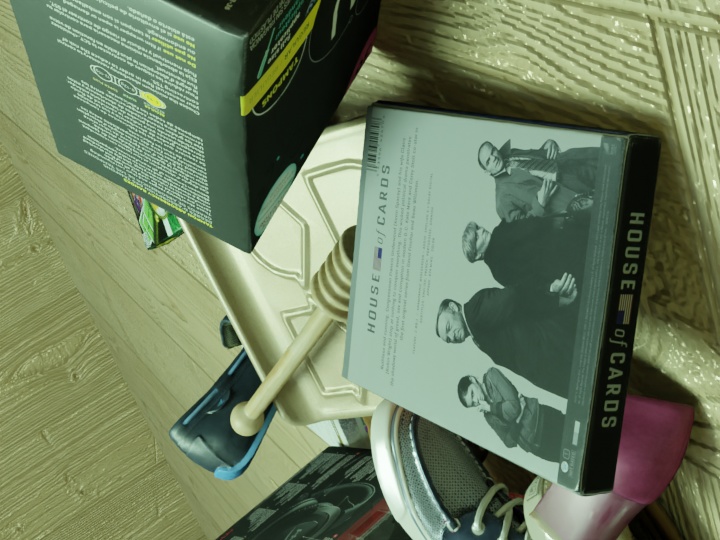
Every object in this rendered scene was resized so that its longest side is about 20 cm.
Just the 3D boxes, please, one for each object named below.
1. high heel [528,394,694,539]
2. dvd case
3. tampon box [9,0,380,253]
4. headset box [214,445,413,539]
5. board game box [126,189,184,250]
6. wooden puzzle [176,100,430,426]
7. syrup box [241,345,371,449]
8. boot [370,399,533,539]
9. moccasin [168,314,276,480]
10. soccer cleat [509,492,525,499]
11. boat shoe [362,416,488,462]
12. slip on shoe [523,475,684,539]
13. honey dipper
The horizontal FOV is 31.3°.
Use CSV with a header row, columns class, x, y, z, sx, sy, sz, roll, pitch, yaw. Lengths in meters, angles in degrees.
class,x,y,z,sx,sy,sz,roll,pitch,yaw
high heel,0.085,0.054,0.680,0.200,0.097,0.067,42,-160,31
dvd case,0.056,0.002,0.608,0.199,0.024,0.152,19,106,58
tampon box,-0.071,-0.133,0.621,0.125,0.151,0.200,27,157,8
headset box,-0.011,0.190,0.846,0.078,0.148,0.199,59,152,-12
board game box,-0.160,-0.120,0.897,0.105,0.023,0.202,-22,88,61
wooden puzzle,0.000,0.000,0.779,0.198,0.046,0.187,-14,110,37
syrup box,-0.026,0.074,1.027,0.200,0.078,0.082,28,145,60
boot,0.087,0.152,0.743,0.090,0.073,0.201,-19,105,43
moccasin,-0.071,0.049,0.919,0.068,0.201,0.081,27,146,-2
soccer cleat,0.108,0.174,0.860,0.200,0.066,0.077,-152,57,-64
boat shoe,0.021,0.068,0.892,0.070,0.070,0.201,0,122,59
slip on shoe,0.169,0.185,0.692,0.060,0.076,0.201,-37,85,41
honey dipper,-0.035,0.045,0.779,0.038,0.038,0.200,53,138,17
